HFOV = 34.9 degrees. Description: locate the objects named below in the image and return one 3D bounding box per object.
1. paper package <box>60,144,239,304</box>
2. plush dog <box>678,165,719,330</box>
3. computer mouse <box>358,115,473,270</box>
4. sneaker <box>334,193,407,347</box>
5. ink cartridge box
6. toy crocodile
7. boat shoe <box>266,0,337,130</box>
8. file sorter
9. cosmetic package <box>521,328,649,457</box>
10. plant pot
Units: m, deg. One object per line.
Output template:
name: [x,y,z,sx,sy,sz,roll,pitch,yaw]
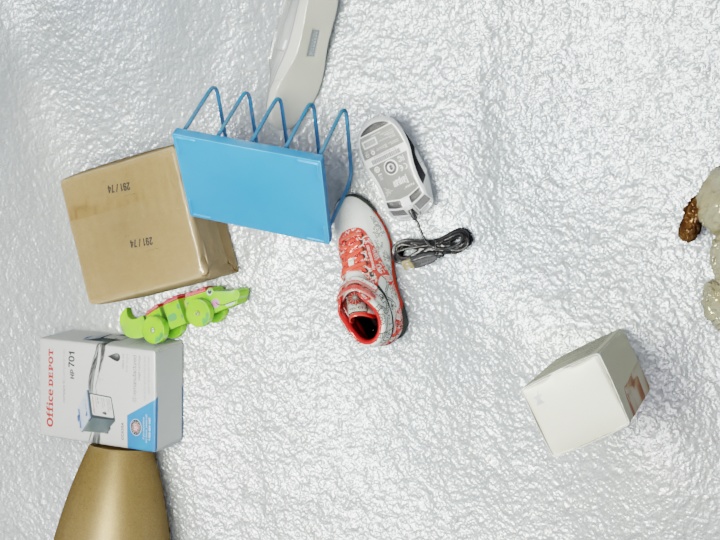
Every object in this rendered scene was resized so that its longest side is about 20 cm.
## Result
paper package: [-0.292,-0.065,1.589,0.197,0.103,0.194,-14,89,23]
plush dog: [0.443,-0.048,1.287,0.198,0.160,0.174,-31,61,22]
computer mouse: [0.062,-0.106,1.477,0.108,0.044,0.203,-21,94,27]
sneaker: [0.001,0.000,1.476,0.066,0.108,0.205,-17,89,22]
ink cartridge box: [-0.360,0.171,1.653,0.196,0.086,0.150,4,97,20]
toy crocodile: [-0.247,0.056,1.603,0.197,0.067,0.063,-20,88,23]
boat shoe: [-0.090,-0.289,1.507,0.068,0.071,0.203,37,122,43]
file sorter: [-0.117,-0.143,1.468,0.196,0.124,0.140,12,140,15]
cosmetic package: [0.267,0.139,1.335,0.102,0.199,0.088,-27,85,22]
plant pot: [-0.350,0.351,1.629,0.183,0.186,0.204,5,89,21]
